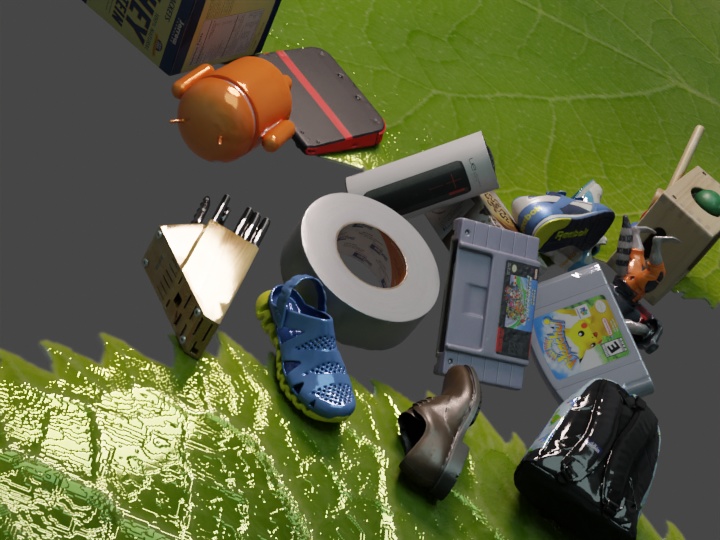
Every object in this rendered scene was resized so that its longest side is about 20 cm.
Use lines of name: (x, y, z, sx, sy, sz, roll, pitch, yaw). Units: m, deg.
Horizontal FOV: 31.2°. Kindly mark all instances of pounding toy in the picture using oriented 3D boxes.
pounding toy: (0.492, -0.088, 2.002, 0.142, 0.201, 0.184, 43, 37, 13)

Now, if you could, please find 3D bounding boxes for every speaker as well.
speaker: (0.084, -0.118, 1.723, 0.081, 0.198, 0.082, -18, 90, -82)

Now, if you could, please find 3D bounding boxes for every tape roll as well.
tape roll: (0.000, 0.000, 1.624, 0.198, 0.066, 0.202, 20, 45, -21)

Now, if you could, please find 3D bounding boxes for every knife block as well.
knife block: (-0.158, 0.000, 1.517, 0.174, 0.064, 0.201, -4, 51, -39)

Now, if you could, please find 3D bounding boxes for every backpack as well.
backpack: (0.283, 0.223, 1.561, 0.162, 0.154, 0.201, 33, 58, 2)

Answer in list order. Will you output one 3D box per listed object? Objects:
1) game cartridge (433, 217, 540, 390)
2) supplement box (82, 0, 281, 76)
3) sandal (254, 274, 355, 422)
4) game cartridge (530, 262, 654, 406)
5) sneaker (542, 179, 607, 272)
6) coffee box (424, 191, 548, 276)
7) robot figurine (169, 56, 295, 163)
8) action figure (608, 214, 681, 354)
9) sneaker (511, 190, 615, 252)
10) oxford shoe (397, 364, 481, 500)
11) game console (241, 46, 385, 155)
game cartridge: (0.166, 0.044, 1.649, 0.128, 0.038, 0.203, 12, 80, -22)
supplement box: (-0.248, -0.401, 1.822, 0.200, 0.135, 0.199, 40, 37, 18)
sandal: (-0.058, 0.083, 1.485, 0.079, 0.087, 0.201, -2, 51, -41)
game cartridge: (0.292, 0.095, 1.716, 0.132, 0.041, 0.202, -21, 61, 3)
sneaker: (0.336, -0.063, 1.969, 0.081, 0.077, 0.201, 39, 43, -5)
coffee box: (0.160, -0.064, 1.793, 0.113, 0.080, 0.201, 19, 34, -56)
robot figurine: (-0.168, -0.213, 1.706, 0.145, 0.116, 0.200, 61, 35, -10)
action figure: (0.357, 0.025, 1.809, 0.104, 0.195, 0.200, 24, 6, -22)
sneaker: (0.291, -0.077, 1.836, 0.199, 0.074, 0.082, 0, 36, -48)
oxford shoe: (0.091, 0.171, 1.514, 0.084, 0.073, 0.201, 29, 37, -4)
game console: (-0.070, -0.252, 1.900, 0.176, 0.031, 0.201, -17, 59, -40)
